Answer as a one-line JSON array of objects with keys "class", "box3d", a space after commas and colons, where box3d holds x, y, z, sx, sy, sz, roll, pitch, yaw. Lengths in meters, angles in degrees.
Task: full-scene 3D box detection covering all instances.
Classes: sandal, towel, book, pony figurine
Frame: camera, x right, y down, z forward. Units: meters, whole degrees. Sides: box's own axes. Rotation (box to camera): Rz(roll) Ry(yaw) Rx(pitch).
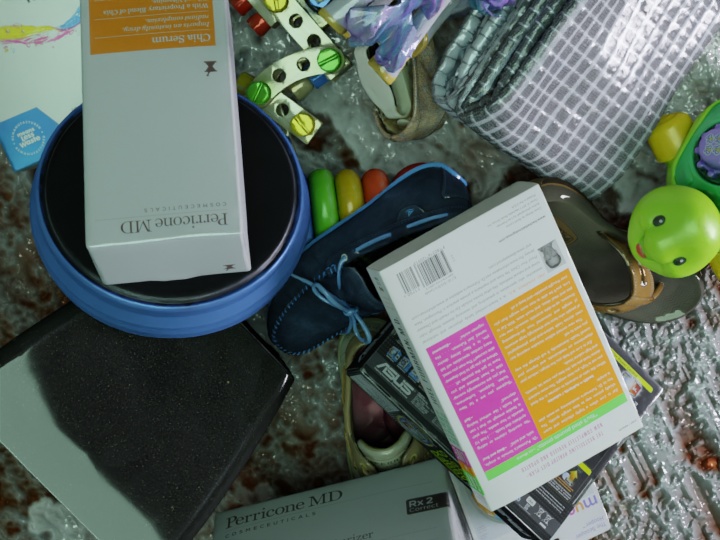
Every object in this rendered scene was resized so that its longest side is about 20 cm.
[{"class": "sandal", "box3d": [0.189, -0.004, 0.932, 0.200, 0.055, 0.082, 33, 121, -32]}, {"class": "towel", "box3d": [0.167, -0.164, 0.886, 0.165, 0.086, 0.200, 26, 103, -42]}, {"class": "book", "box3d": [0.105, 0.055, 0.869, 0.133, 0.048, 0.200, -29, 106, -14]}, {"class": "pony figurine", "box3d": [0.066, -0.213, 0.772, 0.200, 0.193, 0.167, -43, 93, 8]}]

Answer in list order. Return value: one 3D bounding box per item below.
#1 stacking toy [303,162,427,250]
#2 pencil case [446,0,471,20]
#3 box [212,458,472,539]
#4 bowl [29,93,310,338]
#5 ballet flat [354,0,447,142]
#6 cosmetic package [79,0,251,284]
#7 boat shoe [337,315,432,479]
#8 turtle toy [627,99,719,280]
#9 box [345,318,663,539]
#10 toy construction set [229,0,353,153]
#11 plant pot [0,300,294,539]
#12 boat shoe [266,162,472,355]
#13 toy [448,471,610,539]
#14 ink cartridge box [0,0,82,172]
[{"class": "stacking toy", "box3d": [-0.024, -0.046, 0.956, 0.200, 0.085, 0.086, -6, 99, -2]}, {"class": "pencil case", "box3d": [0.069, -0.288, 0.905, 0.091, 0.083, 0.200, -20, 98, 1]}, {"class": "box", "box3d": [0.002, 0.281, 0.953, 0.199, 0.131, 0.200, -16, 118, 7]}, {"class": "bowl", "box3d": [-0.134, -0.051, 0.863, 0.200, 0.039, 0.201, 4, 65, -8]}, {"class": "ballet flat", "box3d": [0.017, -0.188, 0.901, 0.068, 0.067, 0.200, 2, 117, 47]}, {"class": "cosmetic package", "box3d": [-0.132, -0.098, 0.813, 0.101, 0.071, 0.200, -6, 70, -4]}, {"class": "boat shoe", "box3d": [0.018, 0.140, 0.988, 0.074, 0.066, 0.200, -14, 99, 5]}, {"class": "turtle toy", "box3d": [0.285, -0.062, 0.911, 0.200, 0.101, 0.146, -31, 97, -7]}, {"class": "box", "box3d": [0.114, 0.086, 0.939, 0.200, 0.044, 0.160, 43, 73, -7]}, {"class": "toy construction set", "box3d": [-0.083, -0.193, 0.929, 0.131, 0.092, 0.200, -42, 107, 8]}, {"class": "plant pot", "box3d": [-0.163, 0.089, 0.933, 0.177, 0.200, 0.200, -45, 95, -5]}, {"class": "boat shoe", "box3d": [0.000, 0.000, 0.911, 0.084, 0.069, 0.200, 26, 119, -33]}, {"class": "toy", "box3d": [0.128, 0.147, 0.983, 0.115, 0.047, 0.200, -22, 95, -9]}, {"class": "ink cartridge box", "box3d": [-0.250, -0.191, 0.942, 0.116, 0.067, 0.200, -22, 98, 6]}]
